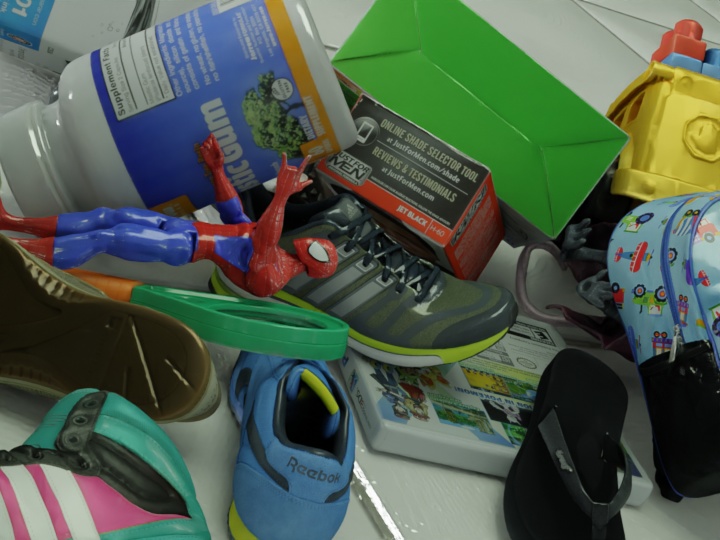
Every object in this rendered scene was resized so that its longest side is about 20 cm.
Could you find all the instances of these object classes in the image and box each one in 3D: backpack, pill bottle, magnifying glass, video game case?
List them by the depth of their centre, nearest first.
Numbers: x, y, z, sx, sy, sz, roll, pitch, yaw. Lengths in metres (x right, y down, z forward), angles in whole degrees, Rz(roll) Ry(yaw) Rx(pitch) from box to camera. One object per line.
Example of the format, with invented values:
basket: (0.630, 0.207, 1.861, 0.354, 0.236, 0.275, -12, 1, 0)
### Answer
magnifying glass: (-0.102, 0.021, 0.768, 0.199, 0.023, 0.080, 13, 7, 16)
pill bottle: (-0.111, -0.090, 0.848, 0.112, 0.199, 0.113, -23, 90, -88)
video game case: (0.074, 0.072, 0.924, 0.199, 0.022, 0.183, 16, 26, -25)
backpack: (0.263, 0.032, 0.932, 0.182, 0.134, 0.201, -10, 77, -32)

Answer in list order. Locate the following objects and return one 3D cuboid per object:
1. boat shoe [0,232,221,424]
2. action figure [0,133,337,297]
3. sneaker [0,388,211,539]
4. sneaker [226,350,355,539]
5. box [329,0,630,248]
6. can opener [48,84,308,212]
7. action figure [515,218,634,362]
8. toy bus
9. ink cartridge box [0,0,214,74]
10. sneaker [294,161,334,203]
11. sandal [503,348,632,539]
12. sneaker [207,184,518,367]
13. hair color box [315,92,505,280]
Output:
boat shoe: (-0.164, 0.030, 0.725, 0.199, 0.073, 0.065, 20, -14, 11)
action figure: (-0.103, -0.041, 0.775, 0.199, 0.100, 0.065, 11, 22, -14)
sneaker: (-0.144, 0.093, 0.581, 0.199, 0.084, 0.121, 26, 28, -21)
sneaker: (-0.030, 0.072, 0.753, 0.066, 0.079, 0.200, 19, 24, -12)
box: (0.079, -0.116, 1.043, 0.200, 0.097, 0.176, 38, -3, -2)
can opener: (-0.128, -0.081, 0.990, 0.199, 0.067, 0.053, 24, 21, 14)
action figure: (0.226, 0.053, 1.059, 0.199, 0.149, 0.135, 32, 60, -29)
toy bus: (0.242, -0.094, 1.141, 0.135, 0.193, 0.200, 14, -15, -7)
ink cartridge box: (-0.169, -0.175, 1.029, 0.199, 0.086, 0.146, 22, -4, -13)
sneaker: (-0.034, -0.091, 1.084, 0.090, 0.067, 0.200, 10, 27, -27)
sandal: (0.129, 0.110, 0.834, 0.076, 0.043, 0.201, 27, 37, -11)
sneaker: (0.000, 0.000, 0.867, 0.199, 0.081, 0.074, 13, 33, 12)
hair color box: (0.040, -0.046, 0.973, 0.101, 0.061, 0.200, 32, -5, 13)
